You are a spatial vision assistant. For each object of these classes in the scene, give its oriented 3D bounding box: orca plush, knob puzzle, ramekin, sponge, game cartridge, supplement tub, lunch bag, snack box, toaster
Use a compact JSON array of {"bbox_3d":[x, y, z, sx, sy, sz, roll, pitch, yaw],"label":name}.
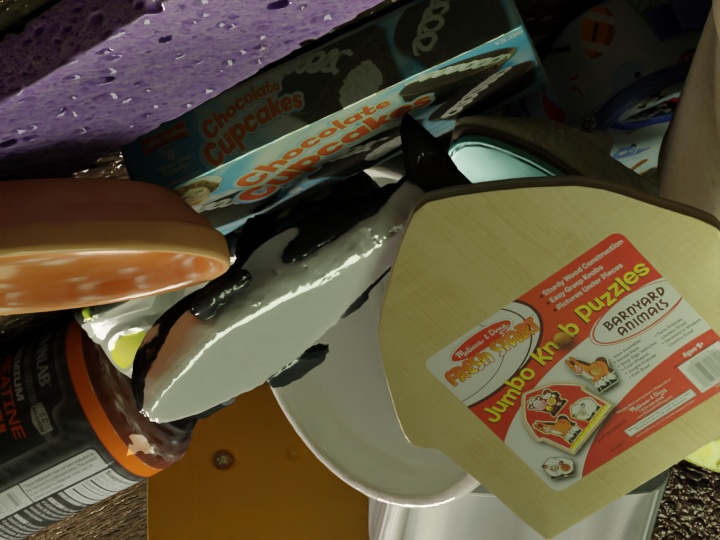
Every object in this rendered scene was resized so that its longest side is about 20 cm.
[{"bbox_3d":[-0.042,-0.010,1.079,0.105,0.071,0.200,16,125,-48],"label":"orca plush"},{"bbox_3d":[0.097,0.025,1.077,0.219,0.220,0.031,-28,-152,22],"label":"knob puzzle"},{"bbox_3d":[0.038,0.021,1.213,0.097,0.201,0.200,-22,170,-43],"label":"ramekin"},{"bbox_3d":[-0.091,-0.090,0.894,0.199,0.030,0.111,-27,166,21],"label":"sponge"},{"bbox_3d":[-0.041,0.127,1.431,0.198,0.177,0.033,-4,145,0],"label":"game cartridge"},{"bbox_3d":[-0.175,0.088,1.306,0.199,0.108,0.107,-27,167,14],"label":"supplement tub"},{"bbox_3d":[0.181,-0.107,1.203,0.199,0.076,0.160,-18,164,-26],"label":"lunch bag"},{"bbox_3d":[-0.010,-0.077,1.069,0.199,0.037,0.116,-25,167,7],"label":"snack box"},{"bbox_3d":[0.092,0.100,1.356,0.179,0.201,0.119,2,145,-3],"label":"toaster"}]

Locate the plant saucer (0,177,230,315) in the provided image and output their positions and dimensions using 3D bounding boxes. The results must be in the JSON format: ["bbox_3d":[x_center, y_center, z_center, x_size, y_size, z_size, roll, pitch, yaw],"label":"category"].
[{"bbox_3d":[-0.159,-0.009,0.989,0.198,0.038,0.200,-5,173,-1],"label":"plant saucer"}]

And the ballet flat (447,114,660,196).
[{"bbox_3d":[0.129,-0.036,1.134,0.199,0.063,0.067,33,145,-18],"label":"ballet flat"}]

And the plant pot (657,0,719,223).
[{"bbox_3d":[0.233,-0.080,1.042,0.199,0.201,0.184,-17,156,-23],"label":"plant pot"}]

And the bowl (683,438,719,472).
[{"bbox_3d":[0.203,0.010,1.273,0.199,0.200,0.108,-6,140,-53],"label":"bowl"}]

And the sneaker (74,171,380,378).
[{"bbox_3d":[-0.060,0.004,1.179,0.199,0.077,0.076,-23,-158,32],"label":"sneaker"}]
